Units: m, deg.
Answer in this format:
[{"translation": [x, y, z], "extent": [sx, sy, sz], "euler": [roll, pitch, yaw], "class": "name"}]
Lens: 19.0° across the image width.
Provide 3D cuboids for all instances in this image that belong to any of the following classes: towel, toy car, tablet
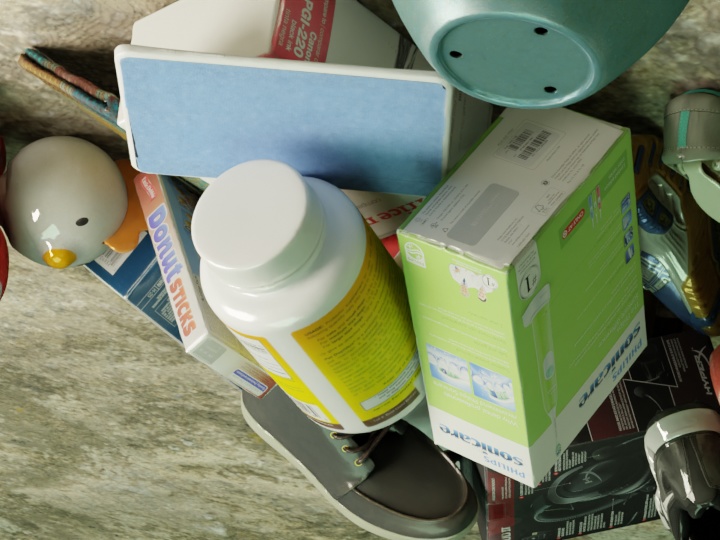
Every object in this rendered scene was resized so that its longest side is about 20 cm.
[{"translation": [-0.129, -0.082, 1.466], "extent": [0.200, 0.022, 0.147], "euler": [35, 176, -38], "class": "towel"}, {"translation": [-0.239, -0.034, 1.538], "extent": [0.199, 0.177, 0.185], "euler": [0, 143, -4], "class": "toy car"}, {"translation": [-0.045, -0.090, 1.299], "extent": [0.199, 0.014, 0.130], "euler": [5, 150, 3], "class": "tablet"}]

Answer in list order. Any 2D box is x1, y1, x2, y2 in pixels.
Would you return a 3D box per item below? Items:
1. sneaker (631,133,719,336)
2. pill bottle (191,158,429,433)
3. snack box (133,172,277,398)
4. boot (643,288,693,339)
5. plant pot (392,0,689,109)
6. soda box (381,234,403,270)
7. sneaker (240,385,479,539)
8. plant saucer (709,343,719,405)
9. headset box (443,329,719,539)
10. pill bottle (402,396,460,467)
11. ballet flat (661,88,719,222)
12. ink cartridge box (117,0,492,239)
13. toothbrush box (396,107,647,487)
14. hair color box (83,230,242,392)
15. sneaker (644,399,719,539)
[{"translation": [0.193, -0.027, 1.466], "extent": [0.088, 0.075, 0.200], "euler": [2, 145, 38], "class": "sneaker"}, {"translation": [-0.030, 0.015, 1.353], "extent": [0.109, 0.110, 0.200], "euler": [-1, 150, 24], "class": "pill bottle"}, {"translation": [-0.107, 0.003, 1.479], "extent": [0.024, 0.200, 0.072], "euler": [-43, 127, 16], "class": "snack box"}, {"translation": [0.152, 0.027, 1.597], "extent": [0.155, 0.077, 0.200], "euler": [3, 161, 27], "class": "boot"}, {"translation": [0.093, -0.166, 1.137], "extent": [0.199, 0.135, 0.200], "euler": [9, 154, 4], "class": "plant pot"}, {"translation": [0.000, 0.000, 1.502], "extent": [0.200, 0.068, 0.064], "euler": [-10, 145, 33], "class": "soda box"}, {"translation": [-0.004, 0.112, 1.498], "extent": [0.200, 0.075, 0.106], "euler": [31, 152, 17], "class": "sneaker"}, {"translation": [0.313, 0.047, 1.460], "extent": [0.037, 0.200, 0.200], "euler": [39, 170, 32], "class": "plant saucer"}, {"translation": [0.159, 0.127, 1.551], "extent": [0.199, 0.077, 0.149], "euler": [-11, 146, -2], "class": "headset box"}, {"translation": [0.049, 0.096, 1.630], "extent": [0.110, 0.111, 0.200], "euler": [0, 153, 23], "class": "pill bottle"}, {"translation": [0.254, -0.045, 1.397], "extent": [0.067, 0.064, 0.200], "euler": [-10, 147, 38], "class": "ballet flat"}, {"translation": [-0.033, -0.100, 1.377], "extent": [0.145, 0.085, 0.200], "euler": [-19, 143, 39], "class": "ink cartridge box"}, {"translation": [0.108, 0.014, 1.373], "extent": [0.086, 0.146, 0.200], "euler": [21, 143, 31], "class": "toothbrush box"}, {"translation": [-0.134, 0.023, 1.665], "extent": [0.100, 0.061, 0.200], "euler": [36, 175, 42], "class": "hair color box"}, {"translation": [0.242, 0.173, 1.498], "extent": [0.066, 0.091, 0.200], "euler": [-18, 146, 7], "class": "sneaker"}]
